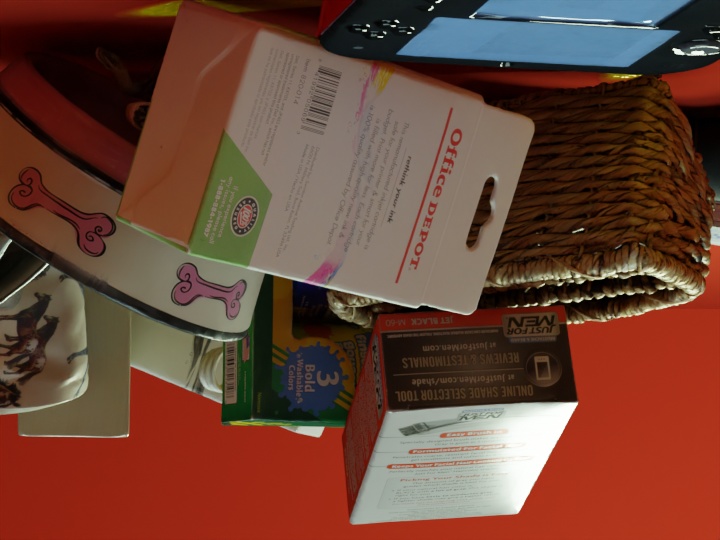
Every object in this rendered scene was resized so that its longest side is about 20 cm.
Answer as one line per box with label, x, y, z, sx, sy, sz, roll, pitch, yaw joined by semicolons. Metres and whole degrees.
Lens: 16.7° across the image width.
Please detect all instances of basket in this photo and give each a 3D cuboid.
basket;0.098;-0.004;1.411;0.200;0.149;0.143;-8;136;20

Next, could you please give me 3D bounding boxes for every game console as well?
game console;0.091;-0.119;1.111;0.200;0.031;0.177;1;176;-14

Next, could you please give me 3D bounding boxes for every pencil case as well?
pencil case;-0.223;-0.002;1.564;0.089;0.200;0.078;-7;-169;-15

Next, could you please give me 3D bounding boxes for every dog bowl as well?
dog bowl;-0.129;-0.046;1.324;0.200;0.074;0.200;31;-170;-6

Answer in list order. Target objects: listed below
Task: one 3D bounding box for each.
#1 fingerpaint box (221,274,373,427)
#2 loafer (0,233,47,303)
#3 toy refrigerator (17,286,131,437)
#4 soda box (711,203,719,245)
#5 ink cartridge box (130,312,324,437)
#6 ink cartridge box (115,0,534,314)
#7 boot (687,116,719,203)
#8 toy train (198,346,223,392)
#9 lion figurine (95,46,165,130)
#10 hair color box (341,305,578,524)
fingerpaint box;0.000;0.000;1.562;0.167;0.200;0.073;3;174;-20
loafer;-0.171;-0.043;1.462;0.200;0.070;0.070;-35;154;24
toy refrigerator;-0.191;0.007;1.647;0.076;0.200;0.070;1;-172;-5
soda box;0.261;-0.052;1.723;0.068;0.064;0.200;-2;175;37
ink cartridge box;-0.109;0.047;1.764;0.200;0.084;0.145;22;178;7
ink cartridge box;-0.014;-0.052;1.230;0.200;0.117;0.067;15;-175;-43
boot;0.169;-0.075;1.503;0.200;0.066;0.165;7;172;-21
toy train;-0.084;-0.026;1.636;0.150;0.200;0.056;-21;-154;-14
lion figurine;-0.055;-0.093;1.333;0.200;0.073;0.122;17;-178;-15
hair color box;0.054;0.088;1.443;0.111;0.064;0.200;-2;158;-8
